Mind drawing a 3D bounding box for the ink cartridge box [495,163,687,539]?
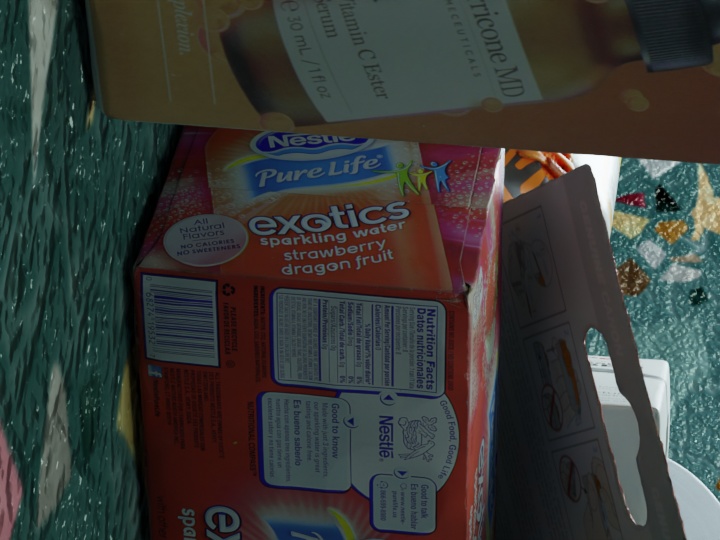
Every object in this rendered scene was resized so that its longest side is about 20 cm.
[{"bbox_3d":[0.071,0.055,0.935,0.200,0.047,0.160,153,-76,-68],"label":"ink cartridge box"}]

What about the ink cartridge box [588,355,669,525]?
[{"bbox_3d":[0.072,0.088,1.362,0.200,0.147,0.083,-34,127,-82],"label":"ink cartridge box"}]

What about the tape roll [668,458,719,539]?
[{"bbox_3d":[0.167,0.223,1.988,0.066,0.200,0.200,66,29,-75],"label":"tape roll"}]

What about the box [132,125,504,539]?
[{"bbox_3d":[-0.009,0.055,0.883,0.096,0.100,0.200,-75,167,-53],"label":"box"}]

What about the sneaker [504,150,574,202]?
[{"bbox_3d":[0.073,-0.064,1.189,0.078,0.112,0.200,50,10,-38],"label":"sneaker"}]

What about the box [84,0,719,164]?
[{"bbox_3d":[0.034,-0.118,0.708,0.152,0.200,0.106,86,12,-48],"label":"box"}]

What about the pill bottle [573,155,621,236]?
[{"bbox_3d":[0.066,-0.044,1.356,0.200,0.113,0.113,-76,169,-52],"label":"pill bottle"}]
